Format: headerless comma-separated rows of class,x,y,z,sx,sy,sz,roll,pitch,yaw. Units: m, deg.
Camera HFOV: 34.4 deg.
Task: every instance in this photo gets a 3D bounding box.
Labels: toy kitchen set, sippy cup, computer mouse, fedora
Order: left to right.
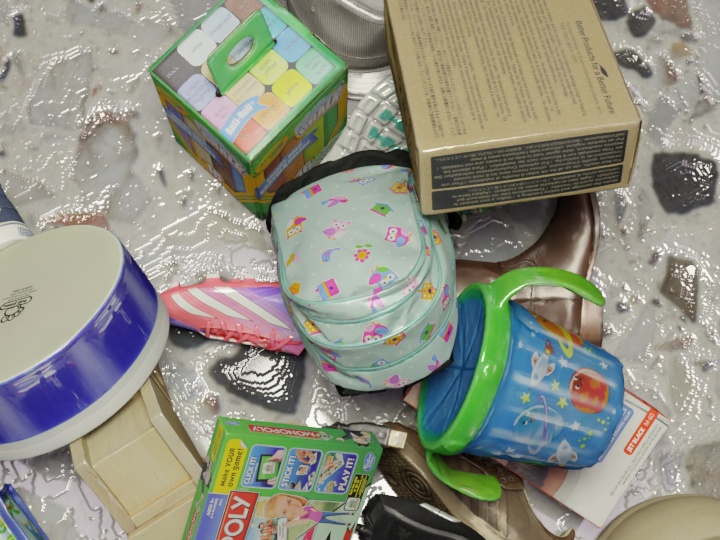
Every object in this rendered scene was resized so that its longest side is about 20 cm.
toy kitchen set,-0.131,0.153,1.000,0.163,0.180,0.200,-32,118,-5
fedora,0.001,-0.271,1.098,0.177,0.090,0.200,-23,78,-6
computer mouse,0.043,0.197,0.964,0.200,0.046,0.141,16,110,25
sippy cup,0.128,0.093,0.902,0.130,0.178,0.140,19,59,-11

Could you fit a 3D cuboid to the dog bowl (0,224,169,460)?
dog bowl,-0.264,0.055,0.960,0.200,0.079,0.200,-18,36,14

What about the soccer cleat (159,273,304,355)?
soccer cleat,-0.088,0.043,1.034,0.199,0.067,0.077,-3,80,-5

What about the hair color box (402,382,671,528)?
hair color box,0.148,0.115,0.993,0.200,0.064,0.111,32,94,0

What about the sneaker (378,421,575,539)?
sneaker,0.097,0.194,1.006,0.200,0.070,0.076,44,60,6

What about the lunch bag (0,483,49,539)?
lunch bag,-0.305,0.302,0.938,0.170,0.127,0.200,-34,92,-11

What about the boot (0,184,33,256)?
boot,-0.395,-0.005,1.044,0.200,0.073,0.090,-31,64,-10

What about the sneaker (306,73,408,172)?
sneaker,0.004,-0.113,1.037,0.078,0.091,0.200,41,102,-19

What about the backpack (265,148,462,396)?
backpack,0.000,0.000,0.914,0.167,0.127,0.200,-22,42,9

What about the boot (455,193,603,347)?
boot,0.115,-0.013,1.055,0.199,0.064,0.187,-1,75,3

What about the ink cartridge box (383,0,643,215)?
ink cartridge box,0.111,-0.146,0.904,0.164,0.075,0.200,-7,49,-1

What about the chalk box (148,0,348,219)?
chalk box,-0.093,-0.153,1.011,0.124,0.200,0.124,43,79,9

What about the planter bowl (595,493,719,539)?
planter bowl,0.288,0.279,0.943,0.200,0.135,0.201,0,75,-1

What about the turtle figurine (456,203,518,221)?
turtle figurine,0.129,-0.110,1.028,0.200,0.101,0.150,33,100,32

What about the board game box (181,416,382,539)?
board game box,-0.075,0.216,0.929,0.134,0.029,0.200,9,109,-26
